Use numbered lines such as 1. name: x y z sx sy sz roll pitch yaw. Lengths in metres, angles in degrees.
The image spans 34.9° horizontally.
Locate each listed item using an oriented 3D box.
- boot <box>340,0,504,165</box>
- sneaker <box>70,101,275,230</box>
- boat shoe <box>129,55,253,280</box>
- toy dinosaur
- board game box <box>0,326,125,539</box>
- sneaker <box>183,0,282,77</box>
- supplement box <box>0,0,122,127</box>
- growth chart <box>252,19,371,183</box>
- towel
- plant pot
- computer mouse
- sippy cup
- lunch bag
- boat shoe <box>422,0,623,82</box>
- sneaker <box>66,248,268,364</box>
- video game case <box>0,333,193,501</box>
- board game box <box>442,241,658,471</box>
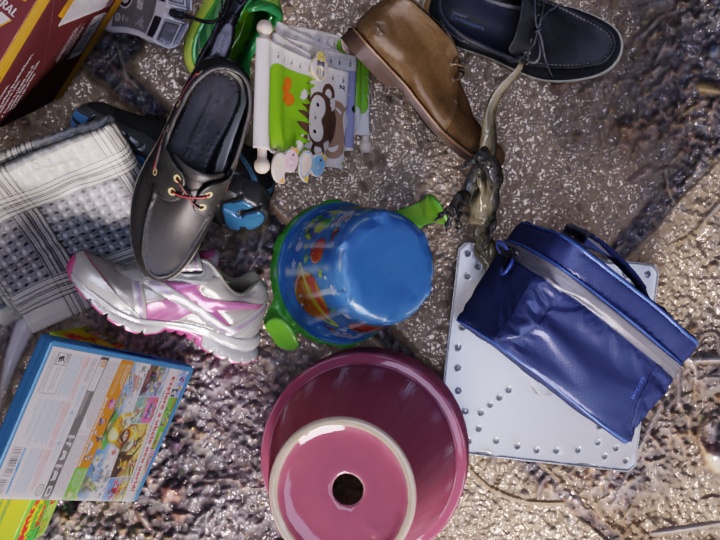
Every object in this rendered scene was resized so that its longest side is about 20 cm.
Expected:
1. boot: 0.077 -0.170 1.059 0.075 0.074 0.200 -44 110 9
2. sneaker: -0.172 -0.109 1.065 0.198 0.073 0.083 25 54 -17
3. boat shoe: -0.147 -0.084 0.978 0.073 0.063 0.204 19 99 -16
4. toy dinosaur: 0.109 -0.082 1.032 0.047 0.088 0.203 17 116 23
5. board game box: -0.292 0.156 1.067 0.047 0.102 0.203 24 92 4
6. sneaker: -0.097 -0.263 1.058 0.083 0.074 0.203 24 101 33
7. supplement box: -0.305 -0.237 0.969 0.132 0.200 0.198 40 116 -3
8. growth chart: -0.041 -0.155 1.032 0.017 0.199 0.147 1 99 30
9. towel: -0.278 -0.033 1.038 0.197 0.035 0.194 -19 137 0
10. plant pot: -0.004 0.178 1.027 0.196 0.179 0.204 0 93 8
11. computer mouse: -0.178 -0.242 1.050 0.198 0.044 0.111 26 107 32
12. sippy cup: 0.000 0.000 1.036 0.138 0.130 0.181 21 79 -21
13. lunch bag: 0.191 0.041 1.024 0.199 0.136 0.133 37 89 -18
14. boat shoe: 0.155 -0.227 1.083 0.197 0.062 0.076 14 91 -4
15. sneaker: -0.171 0.013 1.055 0.198 0.081 0.089 19 102 -27
16. video game case: -0.242 0.139 1.032 0.018 0.199 0.145 24 91 30
17. board game box: 0.180 0.084 1.117 0.196 0.026 0.204 6 92 -2
